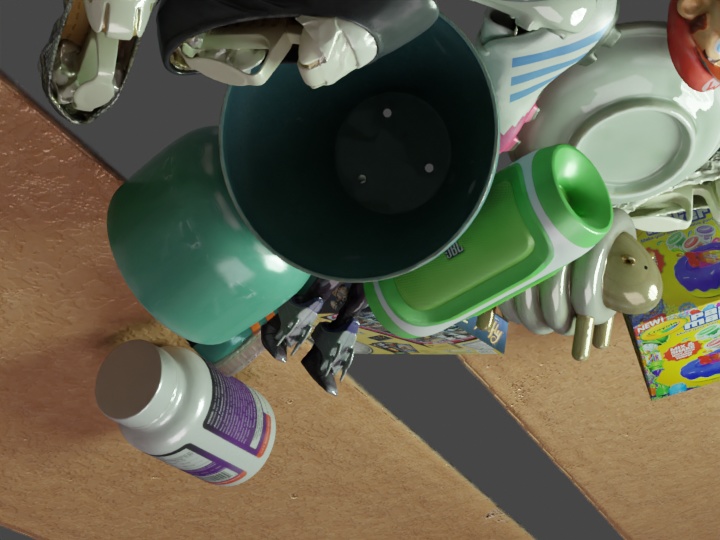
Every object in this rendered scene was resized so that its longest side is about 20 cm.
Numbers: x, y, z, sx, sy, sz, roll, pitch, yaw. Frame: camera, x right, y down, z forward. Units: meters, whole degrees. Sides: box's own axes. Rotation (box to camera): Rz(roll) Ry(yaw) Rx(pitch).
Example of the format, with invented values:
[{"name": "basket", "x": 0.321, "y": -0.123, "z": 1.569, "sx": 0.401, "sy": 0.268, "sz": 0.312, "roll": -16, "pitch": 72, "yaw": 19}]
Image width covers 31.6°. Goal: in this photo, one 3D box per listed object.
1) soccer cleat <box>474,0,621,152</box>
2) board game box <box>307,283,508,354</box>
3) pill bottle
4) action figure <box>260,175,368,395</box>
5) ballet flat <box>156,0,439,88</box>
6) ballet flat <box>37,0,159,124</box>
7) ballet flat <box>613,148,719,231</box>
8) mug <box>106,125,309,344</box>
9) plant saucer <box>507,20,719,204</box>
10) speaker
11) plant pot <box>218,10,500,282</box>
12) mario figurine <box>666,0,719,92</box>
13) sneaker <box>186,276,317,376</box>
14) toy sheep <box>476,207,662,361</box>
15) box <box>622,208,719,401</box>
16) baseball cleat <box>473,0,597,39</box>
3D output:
[{"name": "soccer cleat", "x": 0.111, "y": -0.159, "z": 0.969, "sx": 0.086, "sy": 0.070, "sz": 0.200, "roll": 23, "pitch": 135, "yaw": -21}, {"name": "board game box", "x": 0.023, "y": 0.045, "z": 1.217, "sx": 0.198, "sy": 0.035, "sz": 0.135, "roll": -2, "pitch": 159, "yaw": 36}, {"name": "pill bottle", "x": -0.180, "y": 0.144, "z": 1.307, "sx": 0.110, "sy": 0.113, "sz": 0.200, "roll": -23, "pitch": 148, "yaw": 18}, {"name": "action figure", "x": 0.000, "y": 0.000, "z": 1.086, "sx": 0.129, "sy": 0.069, "sz": 0.201, "roll": 29, "pitch": 102, "yaw": -22}, {"name": "ballet flat", "x": -0.047, "y": -0.152, "z": 0.843, "sx": 0.197, "sy": 0.074, "sz": 0.073, "roll": 3, "pitch": 154, "yaw": 18}, {"name": "ballet flat", "x": -0.165, "y": -0.166, "z": 0.840, "sx": 0.071, "sy": 0.073, "sz": 0.201, "roll": 4, "pitch": 146, "yaw": -26}, {"name": "ballet flat", "x": 0.306, "y": -0.068, "z": 1.178, "sx": 0.197, "sy": 0.072, "sz": 0.072, "roll": -9, "pitch": 150, "yaw": -6}, {"name": "mug", "x": -0.104, "y": -0.046, "z": 1.006, "sx": 0.114, "sy": 0.186, "sz": 0.152, "roll": -33, "pitch": 120, "yaw": 28}, {"name": "plant saucer", "x": 0.220, "y": -0.113, "z": 1.054, "sx": 0.197, "sy": 0.051, "sz": 0.201, "roll": -4, "pitch": 140, "yaw": -3}, {"name": "speaker", "x": 0.094, "y": -0.018, "z": 0.980, "sx": 0.088, "sy": 0.089, "sz": 0.199, "roll": 18, "pitch": 143, "yaw": -41}, {"name": "plant pot", "x": 0.010, "y": -0.093, "z": 0.935, "sx": 0.198, "sy": 0.202, "sz": 0.135, "roll": -19, "pitch": 175, "yaw": 12}, {"name": "mario figurine", "x": 0.299, "y": -0.200, "z": 0.910, "sx": 0.123, "sy": 0.106, "sz": 0.201, "roll": 30, "pitch": 132, "yaw": -2}, {"name": "sneaker", "x": -0.091, "y": 0.012, "z": 1.159, "sx": 0.080, "sy": 0.072, "sz": 0.200, "roll": 37, "pitch": 113, "yaw": -21}, {"name": "toy sheep", "x": 0.157, "y": -0.007, "z": 1.061, "sx": 0.198, "sy": 0.139, "sz": 0.138, "roll": 15, "pitch": 161, "yaw": 27}, {"name": "box", "x": 0.362, "y": 0.016, "z": 1.285, "sx": 0.198, "sy": 0.123, "sz": 0.193, "roll": -18, "pitch": 148, "yaw": 10}, {"name": "baseball cleat", "x": 0.074, "y": -0.226, "z": 0.845, "sx": 0.198, "sy": 0.070, "sz": 0.107, "roll": 15, "pitch": 110, "yaw": -20}]
